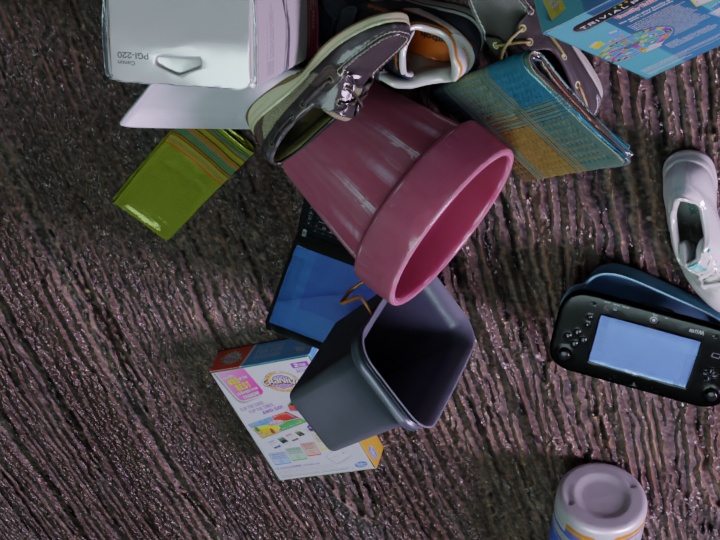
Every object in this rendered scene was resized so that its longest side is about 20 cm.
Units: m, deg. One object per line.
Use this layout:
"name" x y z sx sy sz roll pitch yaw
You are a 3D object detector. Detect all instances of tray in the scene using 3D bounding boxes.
"tray" -0.143 -0.184 1.458 0.107 0.199 0.022 -41 64 41

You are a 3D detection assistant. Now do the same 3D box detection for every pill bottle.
"pill bottle" 0.288 0.344 1.770 0.111 0.113 0.201 11 133 11

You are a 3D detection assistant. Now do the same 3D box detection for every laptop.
"laptop" 0.000 0.000 1.585 0.176 0.104 0.201 20 142 3

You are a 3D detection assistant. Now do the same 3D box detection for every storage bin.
"storage bin" 0.011 0.092 1.518 0.134 0.200 0.146 -30 105 32

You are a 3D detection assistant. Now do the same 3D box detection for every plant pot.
"plant pot" 0.027 -0.095 1.443 0.179 0.200 0.201 38 135 12

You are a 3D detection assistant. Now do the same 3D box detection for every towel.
"towel" -0.205 -0.109 1.629 0.086 0.018 0.200 38 132 -13
"towel" 0.164 -0.147 1.389 0.147 0.022 0.200 43 164 -15

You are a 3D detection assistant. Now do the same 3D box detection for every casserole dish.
"casserole dish" 0.316 0.057 1.563 0.198 0.039 0.122 23 133 -1

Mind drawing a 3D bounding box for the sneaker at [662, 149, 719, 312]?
"sneaker" 0.347 -0.019 1.452 0.075 0.089 0.201 -12 124 27

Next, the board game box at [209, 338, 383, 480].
"board game box" -0.079 0.177 1.812 0.152 0.040 0.201 -10 125 28

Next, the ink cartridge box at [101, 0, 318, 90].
"ink cartridge box" -0.133 -0.227 1.313 0.144 0.200 0.086 5 110 13

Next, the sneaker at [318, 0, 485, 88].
"sneaker" 0.020 -0.231 1.400 0.198 0.080 0.079 9 132 15

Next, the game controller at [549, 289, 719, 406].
"game controller" 0.306 0.083 1.535 0.198 0.042 0.105 15 133 8

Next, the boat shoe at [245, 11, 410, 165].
"boat shoe" -0.023 -0.170 1.349 0.199 0.073 0.065 -35 69 33

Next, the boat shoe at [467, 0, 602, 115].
"boat shoe" 0.164 -0.215 1.370 0.071 0.061 0.201 -27 116 36

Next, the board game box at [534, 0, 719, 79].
"board game box" 0.265 -0.236 1.242 0.150 0.047 0.199 -23 161 33
